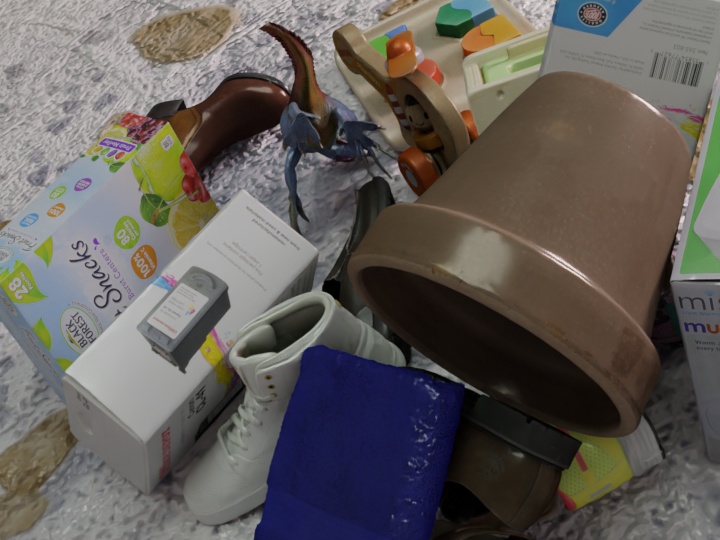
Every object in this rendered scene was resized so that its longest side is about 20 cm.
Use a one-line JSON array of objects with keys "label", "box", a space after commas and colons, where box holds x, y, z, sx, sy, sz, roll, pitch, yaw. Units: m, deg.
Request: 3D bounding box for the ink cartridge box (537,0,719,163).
[{"label": "ink cartridge box", "box": [0.174, -0.101, 0.910, 0.114, 0.202, 0.068, 13, 17, 3]}]

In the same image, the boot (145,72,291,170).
[{"label": "boot", "box": [-0.165, -0.099, 1.266, 0.186, 0.069, 0.201, -5, 45, 23]}]

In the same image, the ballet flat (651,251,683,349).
[{"label": "ballet flat", "box": [0.201, -0.024, 0.991, 0.069, 0.071, 0.201, -24, 39, 3]}]

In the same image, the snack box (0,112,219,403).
[{"label": "snack box", "box": [-0.208, -0.003, 1.105, 0.067, 0.169, 0.200, 17, 56, 43]}]

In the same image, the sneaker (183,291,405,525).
[{"label": "sneaker", "box": [-0.075, 0.094, 0.949, 0.200, 0.116, 0.074, -41, 43, 7]}]

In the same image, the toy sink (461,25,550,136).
[{"label": "toy sink", "box": [0.156, -0.132, 1.043, 0.129, 0.113, 0.200, -17, 14, 9]}]

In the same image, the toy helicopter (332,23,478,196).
[{"label": "toy helicopter", "box": [0.031, -0.168, 1.168, 0.079, 0.133, 0.200, -34, 52, -11]}]

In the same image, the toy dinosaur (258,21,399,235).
[{"label": "toy dinosaur", "box": [-0.026, -0.132, 1.147, 0.104, 0.202, 0.182, -12, 16, -4]}]

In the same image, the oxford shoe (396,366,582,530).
[{"label": "oxford shoe", "box": [0.057, 0.115, 0.858, 0.200, 0.072, 0.085, 21, 88, 63]}]

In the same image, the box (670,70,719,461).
[{"label": "box", "box": [0.276, -0.004, 0.849, 0.096, 0.177, 0.201, 1, 47, 27]}]

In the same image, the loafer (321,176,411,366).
[{"label": "loafer", "box": [0.000, 0.000, 1.067, 0.071, 0.073, 0.201, -12, 42, 13]}]

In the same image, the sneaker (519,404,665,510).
[{"label": "sneaker", "box": [0.115, 0.091, 0.910, 0.090, 0.078, 0.200, -41, 39, -7]}]

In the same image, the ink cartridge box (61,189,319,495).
[{"label": "ink cartridge box", "box": [-0.128, 0.058, 1.005, 0.085, 0.148, 0.200, 36, 66, 9]}]

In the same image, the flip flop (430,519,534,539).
[{"label": "flip flop", "box": [0.081, 0.194, 0.827, 0.198, 0.058, 0.081, 8, 50, 34]}]

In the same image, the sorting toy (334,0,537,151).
[{"label": "sorting toy", "box": [0.078, -0.215, 1.289, 0.184, 0.037, 0.201, -26, 40, -1]}]

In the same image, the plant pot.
[{"label": "plant pot", "box": [0.118, -0.022, 0.806, 0.199, 0.200, 0.175, 20, 72, 41]}]

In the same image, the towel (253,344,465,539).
[{"label": "towel", "box": [-0.005, 0.157, 0.841, 0.147, 0.049, 0.202, 12, 87, 47]}]
